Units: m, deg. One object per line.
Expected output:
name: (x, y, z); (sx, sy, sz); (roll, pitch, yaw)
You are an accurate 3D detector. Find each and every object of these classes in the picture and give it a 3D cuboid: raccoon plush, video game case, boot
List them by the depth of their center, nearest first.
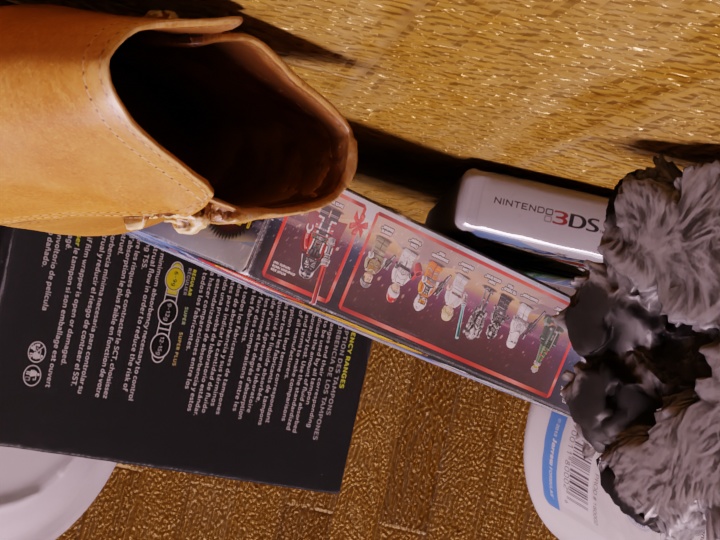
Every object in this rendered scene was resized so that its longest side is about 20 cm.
boot: (-0.108, -0.047, 0.495); (0.144, 0.071, 0.201); (2, 174, 44)
raccoon plush: (0.147, 0.028, 0.550); (0.134, 0.097, 0.199); (5, -177, -41)
video game case: (0.116, 0.000, 0.773); (0.181, 0.022, 0.200); (13, 178, -1)

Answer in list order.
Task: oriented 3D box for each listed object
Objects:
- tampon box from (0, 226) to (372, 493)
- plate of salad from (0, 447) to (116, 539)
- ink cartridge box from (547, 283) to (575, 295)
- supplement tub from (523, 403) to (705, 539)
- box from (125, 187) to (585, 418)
tampon box: (-0.112, 0.010, 0.922); (0.149, 0.127, 0.199); (10, 177, 45)
plate of salad: (-0.182, 0.036, 0.998); (0.048, 0.201, 0.200); (0, 169, 45)
ink cartridge box: (0.024, 0.007, 1.084); (0.199, 0.045, 0.176); (12, 176, 30)
supplement tub: (0.173, 0.092, 0.893); (0.132, 0.133, 0.200); (15, -172, -40)
box: (0.000, 0.000, 0.742); (0.200, 0.040, 0.137); (24, 178, -41)
